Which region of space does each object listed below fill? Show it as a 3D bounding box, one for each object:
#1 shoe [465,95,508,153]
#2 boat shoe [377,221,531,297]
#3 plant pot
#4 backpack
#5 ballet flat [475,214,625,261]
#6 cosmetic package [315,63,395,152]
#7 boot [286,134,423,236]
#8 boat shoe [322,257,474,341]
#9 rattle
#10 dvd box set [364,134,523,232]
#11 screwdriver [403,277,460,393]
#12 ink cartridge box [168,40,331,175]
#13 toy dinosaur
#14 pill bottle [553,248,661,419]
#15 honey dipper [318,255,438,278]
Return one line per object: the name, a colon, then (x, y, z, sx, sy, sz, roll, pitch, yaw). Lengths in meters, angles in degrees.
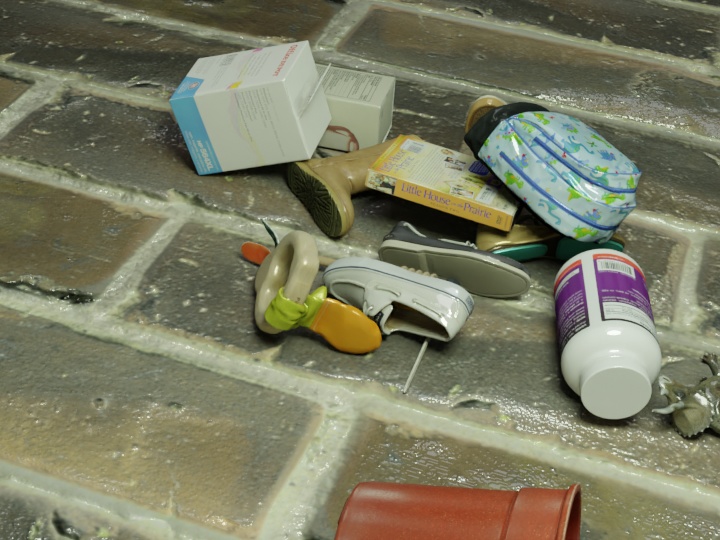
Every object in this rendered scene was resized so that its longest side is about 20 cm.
shoe: (0.181, -0.183, 1.640, 0.069, 0.200, 0.054, -10, 61, 10)
boat shoe: (0.123, -0.021, 1.512, 0.198, 0.073, 0.063, 13, 52, 18)
plant pot: (0.081, 0.271, 1.045, 0.193, 0.202, 0.201, 6, 36, 15)
backpack: (0.253, -0.122, 1.504, 0.162, 0.154, 0.201, 3, 53, -49)
ballet flat: (0.246, -0.048, 1.562, 0.198, 0.069, 0.064, -3, 60, -10)
cosmetic package: (-0.056, -0.244, 1.781, 0.198, 0.088, 0.104, 12, 36, 11)
boot: (0.019, -0.125, 1.652, 0.198, 0.067, 0.175, -13, 41, -23)
boat shoe: (0.033, 0.041, 1.427, 0.199, 0.071, 0.070, 15, 52, 26)
rattle: (-0.061, 0.014, 1.460, 0.142, 0.131, 0.200, 5, 9, -17)
dvd box set: (0.121, -0.117, 1.581, 0.198, 0.030, 0.146, 18, 29, 11)
screwdriver: (0.079, 0.074, 1.430, 0.029, 0.028, 0.200, 39, 43, -4)
ink cartridge box: (-0.138, -0.227, 1.672, 0.198, 0.126, 0.129, -5, 33, 20)
toy dinosaur: (0.419, 0.153, 1.337, 0.198, 0.077, 0.103, 14, 49, 4)
pill bottle: (0.282, 0.073, 1.378, 0.111, 0.113, 0.201, 5, 37, 1)
honey dipper: (0.000, 0.000, 1.497, 0.198, 0.038, 0.038, 14, 37, 23)
